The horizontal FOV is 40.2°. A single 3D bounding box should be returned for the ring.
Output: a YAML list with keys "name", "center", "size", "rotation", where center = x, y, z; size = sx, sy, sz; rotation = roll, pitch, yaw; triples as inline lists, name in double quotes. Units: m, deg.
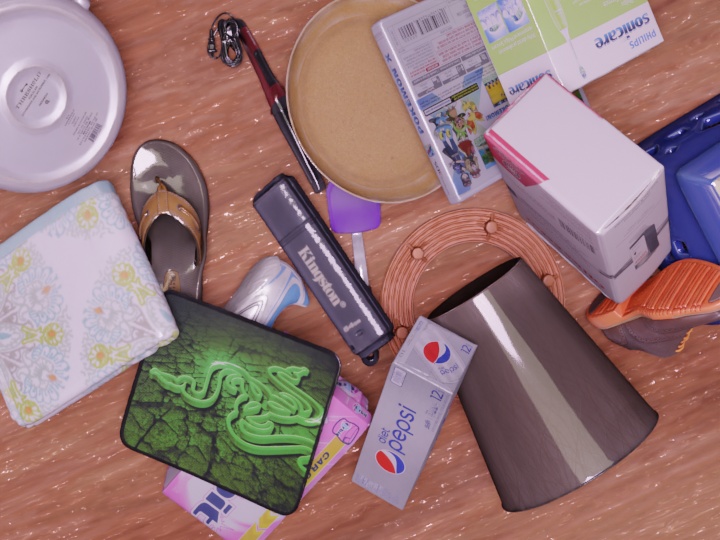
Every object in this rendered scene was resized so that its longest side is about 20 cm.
- name: "ring"
  center: [0.118, 0.037, 1.028]
  size: [0.196, 0.019, 0.205]
  rotation: [0, 95, -4]

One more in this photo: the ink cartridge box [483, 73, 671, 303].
- name: "ink cartridge box"
  center: [0.207, -0.069, 0.912]
  size: [0.085, 0.200, 0.146]
  rotation: [-43, 64, -1]

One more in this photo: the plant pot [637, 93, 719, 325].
- name: "plant pot"
  center: [0.389, -0.066, 0.953]
  size: [0.198, 0.180, 0.202]
  rotation: [-31, 98, 0]

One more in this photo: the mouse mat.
- name: "mouse mat"
  center: [-0.127, 0.124, 0.935]
  size: [0.197, 0.008, 0.164]
  rotation: [19, 95, 13]

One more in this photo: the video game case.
- name: "video game case"
  center: [0.126, -0.189, 0.962]
  size: [0.198, 0.022, 0.185]
  rotation: [-30, 98, -28]

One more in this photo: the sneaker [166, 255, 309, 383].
- name: "sneaker"
  center: [-0.133, 0.074, 0.993]
  size: [0.200, 0.072, 0.072]
  rotation: [-44, 108, 6]

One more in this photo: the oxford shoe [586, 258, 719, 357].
- name: "oxford shoe"
  center: [0.304, 0.042, 0.956]
  size: [0.073, 0.200, 0.071]
  rotation: [45, 72, -9]

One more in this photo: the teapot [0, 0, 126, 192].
- name: "teapot"
  center: [-0.321, -0.180, 0.925]
  size: [0.197, 0.146, 0.201]
  rotation: [-21, 120, -25]

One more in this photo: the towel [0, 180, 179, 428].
- name: "towel"
  center: [-0.288, 0.035, 0.960]
  size: [0.198, 0.048, 0.173]
  rotation: [-31, 80, 13]

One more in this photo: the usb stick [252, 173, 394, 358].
- name: "usb stick"
  center: [-0.037, -0.005, 0.996]
  size: [0.055, 0.033, 0.202]
  rotation: [-34, 91, 20]

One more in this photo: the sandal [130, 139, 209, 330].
- name: "sandal"
  center: [-0.192, -0.033, 0.972]
  size: [0.080, 0.055, 0.205]
  rotation: [0, 80, -2]

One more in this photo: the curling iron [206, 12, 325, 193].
- name: "curling iron"
  center: [-0.092, -0.166, 0.991]
  size: [0.049, 0.026, 0.202]
  rotation: [-33, 96, -6]

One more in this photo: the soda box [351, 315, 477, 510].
- name: "soda box"
  center: [0.048, 0.141, 0.949]
  size: [0.063, 0.069, 0.202]
  rotation: [26, 136, 10]

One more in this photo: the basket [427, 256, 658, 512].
- name: "basket"
  center: [0.164, 0.101, 0.964]
  size: [0.179, 0.136, 0.202]
  rotation: [-31, 93, 11]

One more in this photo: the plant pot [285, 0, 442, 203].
- name: "plant pot"
  center: [0.020, -0.164, 0.945]
  size: [0.196, 0.027, 0.205]
  rotation: [1, 86, -19]

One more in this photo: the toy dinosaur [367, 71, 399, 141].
- name: "toy dinosaur"
  center: [0.026, -0.179, 0.981]
  size: [0.196, 0.058, 0.103]
  rotation: [9, 94, -4]

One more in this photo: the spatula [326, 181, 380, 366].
- name: "spatula"
  center: [0.000, 0.000, 1.016]
  size: [0.055, 0.021, 0.204]
  rotation: [-6, 97, -2]

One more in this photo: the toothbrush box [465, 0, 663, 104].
- name: "toothbrush box"
  center: [0.180, -0.275, 0.940]
  size: [0.144, 0.086, 0.203]
  rotation: [-29, 97, -27]

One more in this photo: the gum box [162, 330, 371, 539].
- name: "gum box"
  center: [-0.091, 0.169, 0.984]
  size: [0.113, 0.066, 0.200]
  rotation: [39, 101, -15]
